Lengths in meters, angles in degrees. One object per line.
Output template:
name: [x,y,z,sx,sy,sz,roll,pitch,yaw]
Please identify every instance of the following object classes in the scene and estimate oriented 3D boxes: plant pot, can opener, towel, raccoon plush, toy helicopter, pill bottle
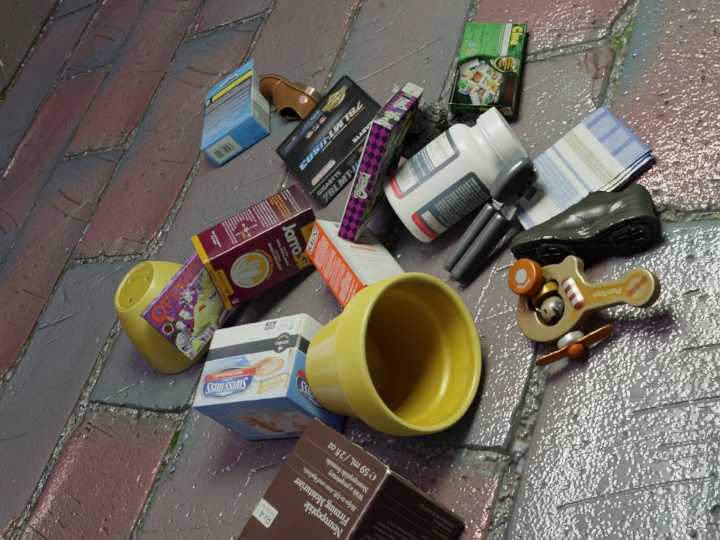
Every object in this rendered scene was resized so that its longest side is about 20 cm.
plant pot: [0.028,0.120,1.246,0.188,0.200,0.203,-20,45,54]
plant pot: [-0.356,0.063,1.685,0.199,0.142,0.202,-26,44,27]
can opener: [0.180,-0.075,1.322,0.201,0.066,0.053,-57,35,17]
towel: [0.297,-0.130,1.311,0.199,0.024,0.147,-40,39,11]
raccoon plush: [0.125,-0.255,1.562,0.197,0.098,0.135,1,38,8]
toy helicopter: [0.273,0.045,1.144,0.199,0.078,0.134,-16,66,45]
pill bottle: [0.143,-0.145,1.393,0.199,0.119,0.120,-35,40,17]

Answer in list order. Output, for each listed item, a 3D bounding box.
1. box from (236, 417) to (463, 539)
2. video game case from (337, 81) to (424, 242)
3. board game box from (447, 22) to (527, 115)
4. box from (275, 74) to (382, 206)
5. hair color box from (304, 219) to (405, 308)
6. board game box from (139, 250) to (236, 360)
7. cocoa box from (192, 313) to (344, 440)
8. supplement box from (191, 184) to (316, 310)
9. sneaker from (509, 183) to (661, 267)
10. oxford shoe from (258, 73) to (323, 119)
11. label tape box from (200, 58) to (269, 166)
box: [-0.018,0.322,1.130,0.165,0.164,0.201,22,76,50]
video game case: [0.031,-0.167,1.439,0.182,0.035,0.202,-57,-12,-56]
board game box: [0.207,-0.328,1.512,0.103,0.024,0.202,4,53,16]
box: [-0.046,-0.240,1.712,0.200,0.050,0.199,-45,38,6]
hair color box: [0.000,0.000,1.418,0.200,0.100,0.062,54,129,51]
board game box: [-0.269,0.040,1.618,0.201,0.120,0.032,-51,20,-14]
cocoa box: [-0.125,0.163,1.388,0.198,0.133,0.133,-12,52,38]
supplement box: [-0.164,-0.039,1.560,0.198,0.111,0.086,-28,40,-8]
sneaker: [0.292,-0.055,1.227,0.198,0.076,0.091,-13,43,25]
oxford shoe: [-0.155,-0.345,1.887,0.199,0.071,0.072,28,85,50]
label tape box: [-0.263,-0.336,1.986,0.142,0.066,0.202,-29,40,23]
